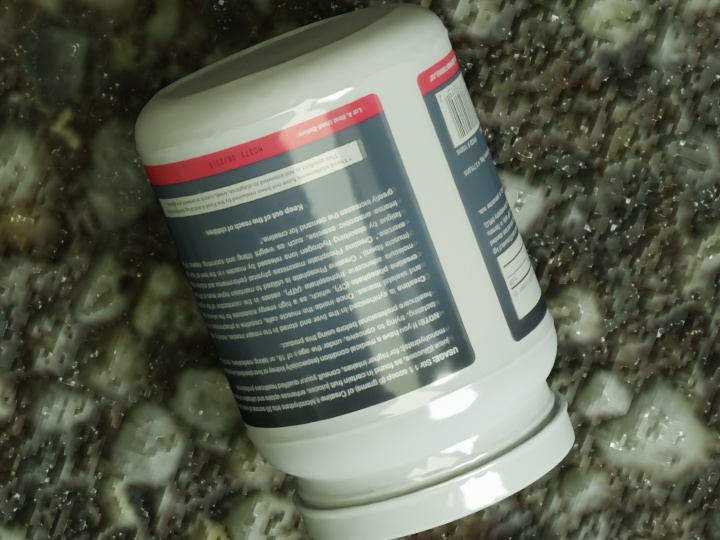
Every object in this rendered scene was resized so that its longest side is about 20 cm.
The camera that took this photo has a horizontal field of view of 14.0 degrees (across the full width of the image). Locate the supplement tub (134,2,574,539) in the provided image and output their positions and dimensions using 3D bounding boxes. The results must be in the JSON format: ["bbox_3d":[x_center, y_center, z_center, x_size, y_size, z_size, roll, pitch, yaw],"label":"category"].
[{"bbox_3d":[0.000,0.000,1.235,0.140,0.140,0.200,-20,100,1],"label":"supplement tub"}]
